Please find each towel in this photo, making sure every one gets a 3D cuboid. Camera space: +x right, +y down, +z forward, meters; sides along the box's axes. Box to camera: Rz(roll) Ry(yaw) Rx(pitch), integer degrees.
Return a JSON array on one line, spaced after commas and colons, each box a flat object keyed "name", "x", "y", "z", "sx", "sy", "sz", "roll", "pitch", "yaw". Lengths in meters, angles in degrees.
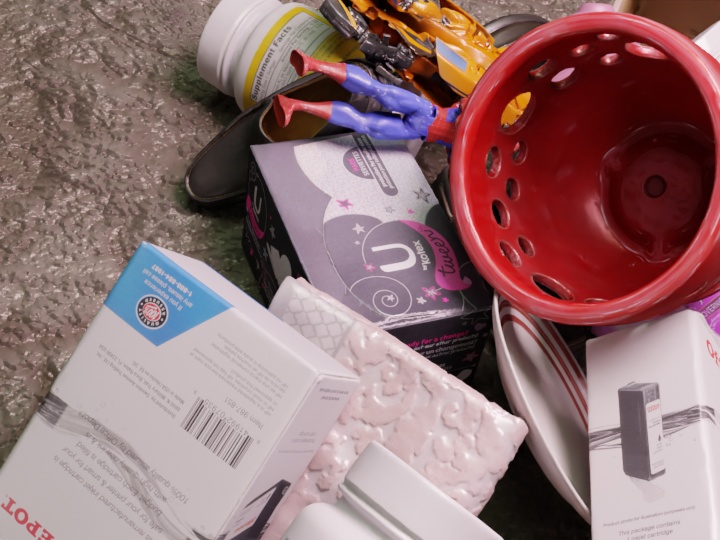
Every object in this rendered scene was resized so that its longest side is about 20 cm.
[{"name": "towel", "x": -0.022, "y": 0.132, "z": 0.742, "sx": 0.190, "sy": 0.032, "sz": 0.201, "roll": 33, "pitch": 91, "yaw": 19}]

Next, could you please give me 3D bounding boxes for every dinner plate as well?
[{"name": "dinner plate", "x": 0.137, "y": 0.099, "z": 0.808, "sx": 0.024, "sy": 0.200, "sz": 0.201, "roll": -28, "pitch": 46, "yaw": 20}]

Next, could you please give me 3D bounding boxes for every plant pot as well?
[{"name": "plant pot", "x": 0.188, "y": -0.061, "z": 0.810, "sx": 0.201, "sy": 0.201, "sz": 0.182, "roll": 46, "pitch": 21, "yaw": 28}]

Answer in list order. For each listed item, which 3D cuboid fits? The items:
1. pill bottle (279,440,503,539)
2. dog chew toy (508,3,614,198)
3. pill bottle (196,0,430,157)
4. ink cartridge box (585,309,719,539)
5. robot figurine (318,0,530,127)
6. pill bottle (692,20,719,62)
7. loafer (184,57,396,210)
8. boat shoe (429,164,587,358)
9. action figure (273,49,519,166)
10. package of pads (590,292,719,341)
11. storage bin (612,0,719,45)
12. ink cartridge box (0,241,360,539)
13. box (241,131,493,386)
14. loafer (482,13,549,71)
[{"name": "pill bottle", "x": -0.015, "y": 0.203, "z": 0.645, "sx": 0.113, "sy": 0.113, "sz": 0.201, "roll": 34, "pitch": 84, "yaw": 20}, {"name": "dog chew toy", "x": 0.189, "y": -0.121, "z": 0.978, "sx": 0.123, "sy": 0.202, "sz": 0.125, "roll": 3, "pitch": 9, "yaw": 0}, {"name": "pill bottle", "x": -0.039, "y": -0.166, "z": 1.032, "sx": 0.199, "sy": 0.115, "sz": 0.114, "roll": 32, "pitch": 50, "yaw": 17}, {"name": "ink cartridge box", "x": 0.213, "y": 0.151, "z": 0.758, "sx": 0.083, "sy": 0.144, "sz": 0.201, "roll": -18, "pitch": 44, "yaw": 28}, {"name": "robot figurine", "x": 0.052, "y": -0.194, "z": 0.952, "sx": 0.199, "sy": 0.058, "sz": 0.146, "roll": 33, "pitch": 31, "yaw": -17}, {"name": "pill bottle", "x": 0.313, "y": -0.093, "z": 0.921, "sx": 0.112, "sy": 0.112, "sz": 0.201, "roll": -39, "pitch": 91, "yaw": -36}, {"name": "loafer", "x": -0.068, "y": -0.114, "z": 0.943, "sx": 0.073, "sy": 0.199, "sz": 0.072, "roll": 61, "pitch": 17, "yaw": 10}, {"name": "boat shoe", "x": 0.112, "y": -0.009, "z": 0.947, "sx": 0.074, "sy": 0.074, "sz": 0.200, "roll": -23, "pitch": 56, "yaw": -28}, {"name": "action figure", "x": 0.043, "y": -0.101, "z": 0.867, "sx": 0.198, "sy": 0.066, "sz": 0.099, "roll": 8, "pitch": 34, "yaw": -27}, {"name": "package of pads", "x": 0.294, "y": 0.066, "z": 0.914, "sx": 0.120, "sy": 0.076, "sz": 0.200, "roll": -27, "pitch": 58, "yaw": -36}, {"name": "storage bin", "x": 0.304, "y": -0.156, "z": 1.025, "sx": 0.197, "sy": 0.201, "sz": 0.094, "roll": 29, "pitch": 34, "yaw": 15}, {"name": "ink cartridge box", "x": -0.118, "y": 0.109, "z": 0.715, "sx": 0.145, "sy": 0.084, "sz": 0.201, "roll": 34, "pitch": 93, "yaw": 20}, {"name": "box", "x": 0.000, "y": 0.000, "z": 0.888, "sx": 0.131, "sy": 0.115, "sz": 0.201, "roll": -10, "pitch": 51, "yaw": -19}, {"name": "loafer", "x": 0.112, "y": -0.180, "z": 1.112, "sx": 0.199, "sy": 0.073, "sz": 0.072, "roll": -26, "pitch": 61, "yaw": -19}]
